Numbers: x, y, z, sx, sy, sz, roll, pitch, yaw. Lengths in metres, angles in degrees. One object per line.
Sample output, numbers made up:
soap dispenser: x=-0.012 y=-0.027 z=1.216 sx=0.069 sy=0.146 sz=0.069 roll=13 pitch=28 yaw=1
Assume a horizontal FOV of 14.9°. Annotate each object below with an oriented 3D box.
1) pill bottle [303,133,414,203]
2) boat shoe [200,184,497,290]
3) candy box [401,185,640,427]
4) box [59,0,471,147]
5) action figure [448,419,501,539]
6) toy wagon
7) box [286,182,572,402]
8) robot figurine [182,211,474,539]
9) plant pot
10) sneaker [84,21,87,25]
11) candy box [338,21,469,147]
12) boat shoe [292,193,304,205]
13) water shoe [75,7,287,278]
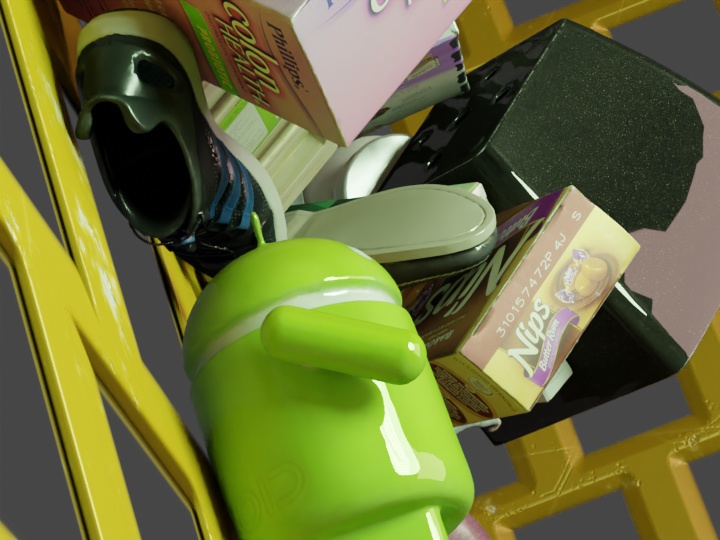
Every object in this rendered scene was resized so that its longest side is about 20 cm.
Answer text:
pill bottle: x=0.004 y=-0.030 z=1.910 sx=0.200 sy=0.110 sz=0.112 roll=138 pitch=-67 yaw=-71
boat shoe: x=0.000 y=0.000 z=1.542 sx=0.073 sy=0.199 sz=0.063 roll=-50 pitch=123 yaw=-45
candy box: x=0.065 y=0.028 z=1.531 sx=0.056 sy=0.117 sz=0.200 roll=40 pitch=-19 yaw=-11
box: x=-0.039 y=-0.184 z=1.343 sx=0.199 sy=0.176 sz=0.097 roll=26 pitch=-23 yaw=34
action figure: x=0.010 y=0.141 z=1.699 sx=0.149 sy=0.134 sz=0.201 roll=-40 pitch=100 yaw=-41
toy wagon: x=-0.060 y=-0.097 z=1.479 sx=0.039 sy=0.155 sz=0.200 roll=32 pitch=-15 yaw=27
box: x=0.022 y=0.021 z=1.727 sx=0.036 sy=0.199 sz=0.145 roll=-47 pitch=119 yaw=-40
robot figurine: x=-0.018 y=0.073 z=1.321 sx=0.176 sy=0.115 sz=0.201 roll=85 pitch=-15 yaw=-66
plant pot: x=0.124 y=-0.038 z=1.755 sx=0.177 sy=0.200 sz=0.200 roll=44 pitch=54 yaw=-16
sneaker: x=-0.094 y=-0.156 z=1.500 sx=0.075 sy=0.114 sz=0.201 roll=-106 pitch=174 yaw=-58
candy box: x=-0.025 y=-0.122 z=1.671 sx=0.200 sy=0.167 sz=0.072 roll=55 pitch=11 yaw=-83
boat shoe: x=-0.077 y=-0.098 z=1.845 sx=0.072 sy=0.070 sz=0.202 roll=76 pitch=-2 yaw=-66
water shoe: x=-0.095 y=-0.039 z=1.349 sx=0.200 sy=0.071 sz=0.079 roll=61 pitch=30 yaw=-47
